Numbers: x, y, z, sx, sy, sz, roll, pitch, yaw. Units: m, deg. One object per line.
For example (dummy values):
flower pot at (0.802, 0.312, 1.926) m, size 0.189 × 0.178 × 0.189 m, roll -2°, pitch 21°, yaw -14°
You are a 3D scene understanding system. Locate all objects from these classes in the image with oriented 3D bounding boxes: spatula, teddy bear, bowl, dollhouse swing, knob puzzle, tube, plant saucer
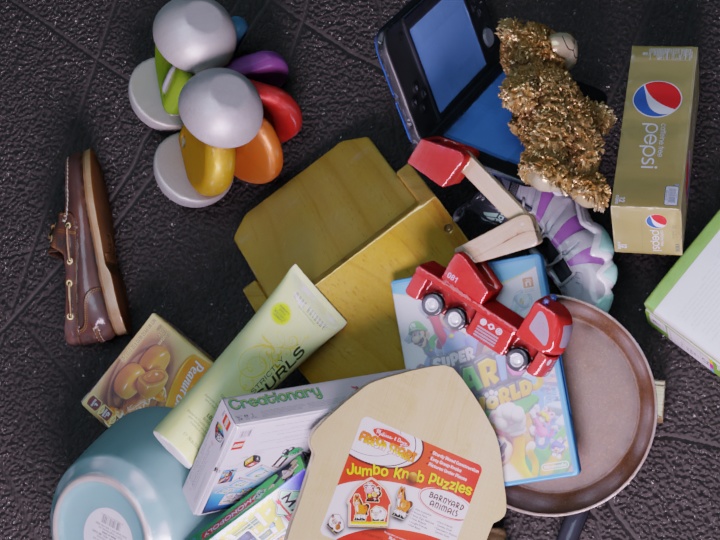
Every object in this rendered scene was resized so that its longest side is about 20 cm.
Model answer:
spatula at (0.178, 0.273, 1.497) m, size 0.056 × 0.021 × 0.201 m, roll 19°, pitch 80°, yaw 20°
teddy bear at (0.177, -0.144, 1.479) m, size 0.067 × 0.145 × 0.201 m, roll -41°, pitch 30°, yaw 41°
bowl at (-0.208, 0.232, 1.520) m, size 0.200 × 0.105 × 0.202 m, roll 4°, pitch 97°, yaw 31°
dollhouse swing at (0.000, 0.000, 1.609) m, size 0.200 × 0.176 × 0.182 m, roll -38°, pitch 111°, yaw 1°
knob puzzle at (0.040, 0.178, 1.453) m, size 0.218 × 0.030 × 0.221 m, roll 1°, pitch 89°, yaw -20°
tube at (-0.102, 0.090, 1.486) m, size 0.052 × 0.058 × 0.200 m, roll 35°, pitch 72°, yaw 27°
plant saucer at (0.172, 0.122, 1.502) m, size 0.199 × 0.034 × 0.202 m, roll 0°, pitch 91°, yaw 17°

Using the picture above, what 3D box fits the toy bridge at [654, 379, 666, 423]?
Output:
toy bridge at (0.185, 0.100, 1.538) m, size 0.199 × 0.027 × 0.068 m, roll 4°, pitch 76°, yaw 15°

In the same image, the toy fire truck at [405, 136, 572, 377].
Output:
toy fire truck at (0.113, -0.014, 1.449) m, size 0.200 × 0.049 × 0.141 m, roll 33°, pitch 107°, yaw 15°

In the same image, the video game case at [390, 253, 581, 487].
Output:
video game case at (0.113, 0.096, 1.493) m, size 0.142 × 0.018 × 0.201 m, roll -11°, pitch 87°, yaw 17°

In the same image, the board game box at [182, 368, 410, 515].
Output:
board game box at (-0.050, 0.153, 1.474) m, size 0.035 × 0.199 × 0.127 m, roll 58°, pitch 138°, yaw 33°

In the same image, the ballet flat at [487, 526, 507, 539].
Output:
ballet flat at (0.046, 0.231, 1.524) m, size 0.199 × 0.068 × 0.073 m, roll 17°, pitch 60°, yaw 17°

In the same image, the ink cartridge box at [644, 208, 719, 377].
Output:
ink cartridge box at (0.377, 0.043, 1.481) m, size 0.200 × 0.076 × 0.148 m, roll 39°, pitch 87°, yaw 19°

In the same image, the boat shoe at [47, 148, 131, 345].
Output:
boat shoe at (-0.283, -0.024, 1.666) m, size 0.070 × 0.070 × 0.201 m, roll -12°, pitch 73°, yaw 6°

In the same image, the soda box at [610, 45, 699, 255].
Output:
soda box at (0.273, -0.113, 1.518) m, size 0.064 × 0.068 × 0.201 m, roll 4°, pitch 54°, yaw 15°

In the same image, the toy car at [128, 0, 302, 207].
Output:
toy car at (-0.135, -0.172, 1.639) m, size 0.149 × 0.175 × 0.201 m, roll -11°, pitch 68°, yaw -26°

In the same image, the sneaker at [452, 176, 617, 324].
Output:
sneaker at (0.152, -0.040, 1.530) m, size 0.139 × 0.078 × 0.201 m, roll -1°, pitch 61°, yaw -24°

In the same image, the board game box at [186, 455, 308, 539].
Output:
board game box at (-0.048, 0.279, 1.481) m, size 0.134 × 0.029 × 0.200 m, roll -37°, pitch 113°, yaw 3°

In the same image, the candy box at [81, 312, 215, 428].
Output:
candy box at (-0.159, 0.148, 1.596) m, size 0.200 × 0.055 × 0.116 m, roll 38°, pitch 89°, yaw 21°

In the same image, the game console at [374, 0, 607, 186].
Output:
game console at (0.125, -0.188, 1.535) m, size 0.118 × 0.200 × 0.171 m, roll -7°, pitch 116°, yaw 33°
